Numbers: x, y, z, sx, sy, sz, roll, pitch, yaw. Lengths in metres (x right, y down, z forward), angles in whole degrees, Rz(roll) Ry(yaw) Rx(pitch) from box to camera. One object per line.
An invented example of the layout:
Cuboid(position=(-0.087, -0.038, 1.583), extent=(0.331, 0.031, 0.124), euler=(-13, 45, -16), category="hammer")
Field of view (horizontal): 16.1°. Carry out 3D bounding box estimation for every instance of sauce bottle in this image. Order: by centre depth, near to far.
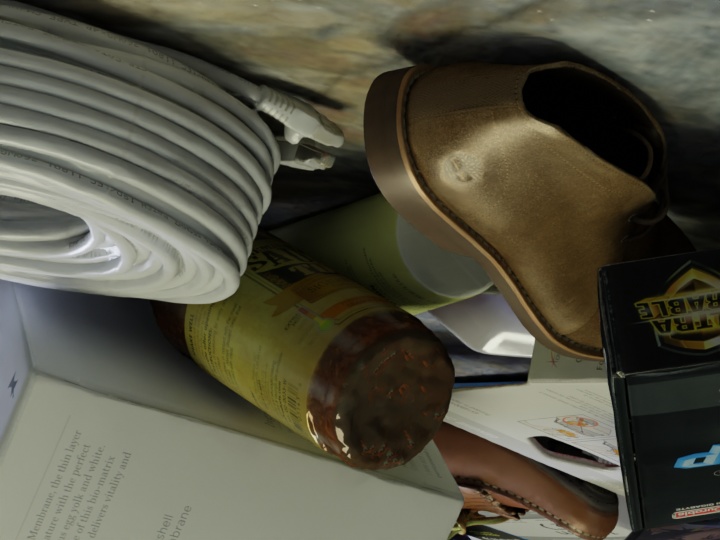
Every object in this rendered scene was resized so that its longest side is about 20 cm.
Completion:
Cuboid(position=(-0.044, 0.017, 1.037), extent=(0.066, 0.066, 0.200), euler=(26, -177, -44), category="sauce bottle")

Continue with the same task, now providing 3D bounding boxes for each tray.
Cuboid(position=(0.128, 0.021, 1.113), extent=(0.199, 0.022, 0.107), euler=(5, 163, 23), category="tray")

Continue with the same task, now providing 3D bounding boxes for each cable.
Cuboid(position=(-0.132, -0.043, 0.966), extent=(0.199, 0.070, 0.200), euler=(22, 162, -36), category="cable")

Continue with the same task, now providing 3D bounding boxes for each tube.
Cuboid(position=(0.000, 0.000, 1.074), extent=(0.052, 0.058, 0.200), euler=(-15, 179, -24), category="tube")

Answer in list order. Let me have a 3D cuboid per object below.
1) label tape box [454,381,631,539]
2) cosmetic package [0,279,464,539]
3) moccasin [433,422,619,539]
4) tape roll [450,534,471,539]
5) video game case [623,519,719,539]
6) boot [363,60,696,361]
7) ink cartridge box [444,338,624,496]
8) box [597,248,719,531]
Cuboid(position=(0.109, 0.118, 1.403), extent=(0.200, 0.066, 0.143), euler=(25, 160, -38), category="label tape box")
Cuboid(position=(-0.095, 0.128, 1.108), extent=(0.199, 0.200, 0.123), euler=(18, -161, -23), category="cosmetic package")
Cuboid(position=(0.037, 0.098, 1.267), extent=(0.201, 0.078, 0.074), euler=(18, -177, 26), category="moccasin")
Cuboid(position=(-0.037, 0.149, 1.420), extent=(0.199, 0.085, 0.200), euler=(28, -173, -4), category="tape roll")
Cuboid(position=(0.199, 0.127, 1.131), extent=(0.180, 0.026, 0.200), euler=(-9, -176, 18), category="video game case")
Cuboid(position=(0.087, -0.019, 0.916), extent=(0.075, 0.074, 0.200), euler=(-12, 153, 33), category="boot")
Cuboid(position=(0.142, 0.060, 1.119), extent=(0.176, 0.045, 0.200), euler=(-5, 158, 46), category="ink cartridge box")
Cuboid(position=(0.190, 0.035, 0.932), extent=(0.199, 0.046, 0.159), euler=(-9, 154, 4), category="box")
